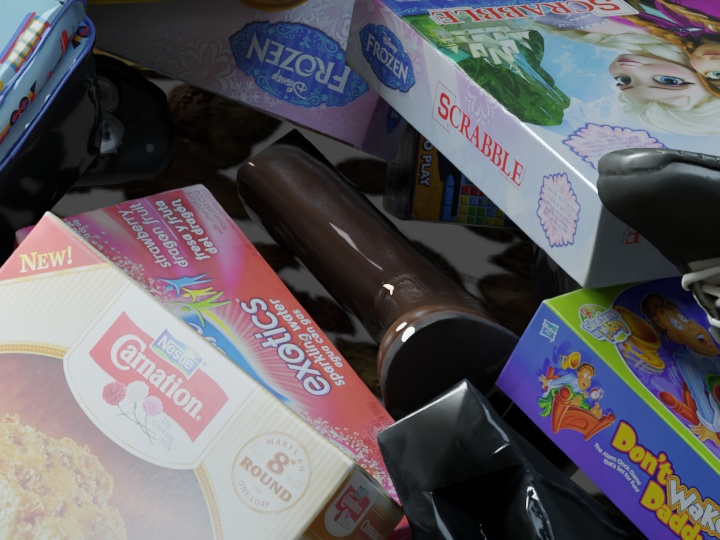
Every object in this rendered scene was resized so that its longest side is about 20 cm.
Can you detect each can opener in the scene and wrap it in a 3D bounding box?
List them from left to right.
[{"bbox_3d":[-0.179,-0.061,1.219,0.199,0.079,0.064,-5,81,-20],"label":"can opener"}]

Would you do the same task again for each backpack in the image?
[{"bbox_3d":[-0.226,-0.070,1.108,0.199,0.135,0.183,28,60,12],"label":"backpack"}]

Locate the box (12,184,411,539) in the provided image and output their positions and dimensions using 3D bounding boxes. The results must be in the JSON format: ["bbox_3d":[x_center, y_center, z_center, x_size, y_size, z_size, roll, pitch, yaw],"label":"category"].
[{"bbox_3d":[-0.060,0.071,1.061,0.095,0.100,0.200,-14,49,-33],"label":"box"}]

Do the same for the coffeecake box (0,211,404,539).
[{"bbox_3d":[-0.109,0.108,0.934,0.153,0.073,0.200,37,84,24],"label":"coffeecake box"}]

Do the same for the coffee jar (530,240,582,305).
[{"bbox_3d":[0.183,-0.019,1.217,0.199,0.104,0.086,-3,60,-14],"label":"coffee jar"}]

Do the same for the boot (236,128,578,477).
[{"bbox_3d":[0.000,0.000,1.139,0.064,0.186,0.200,-42,61,2],"label":"boot"}]

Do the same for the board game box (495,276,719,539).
[{"bbox_3d":[0.166,0.053,1.063,0.199,0.045,0.134,-15,53,-48],"label":"board game box"}]

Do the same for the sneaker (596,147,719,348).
[{"bbox_3d":[0.164,0.022,0.977,0.199,0.074,0.089,26,79,-20],"label":"sneaker"}]

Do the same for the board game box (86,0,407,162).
[{"bbox_3d":[-0.040,-0.176,1.222,0.199,0.201,0.041,21,2,24],"label":"board game box"}]

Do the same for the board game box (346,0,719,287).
[{"bbox_3d":[0.127,-0.068,1.115,0.199,0.041,0.200,-7,33,-29],"label":"board game box"}]

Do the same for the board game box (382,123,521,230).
[{"bbox_3d":[0.104,-0.117,1.266,0.164,0.202,0.057,4,6,-14],"label":"board game box"}]

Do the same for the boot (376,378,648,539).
[{"bbox_3d":[0.095,0.132,0.969,0.066,0.200,0.165,-42,61,0],"label":"boot"}]

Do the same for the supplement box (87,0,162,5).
[{"bbox_3d":[-0.131,-0.185,1.170,0.199,0.109,0.110,0,72,22],"label":"supplement box"}]
